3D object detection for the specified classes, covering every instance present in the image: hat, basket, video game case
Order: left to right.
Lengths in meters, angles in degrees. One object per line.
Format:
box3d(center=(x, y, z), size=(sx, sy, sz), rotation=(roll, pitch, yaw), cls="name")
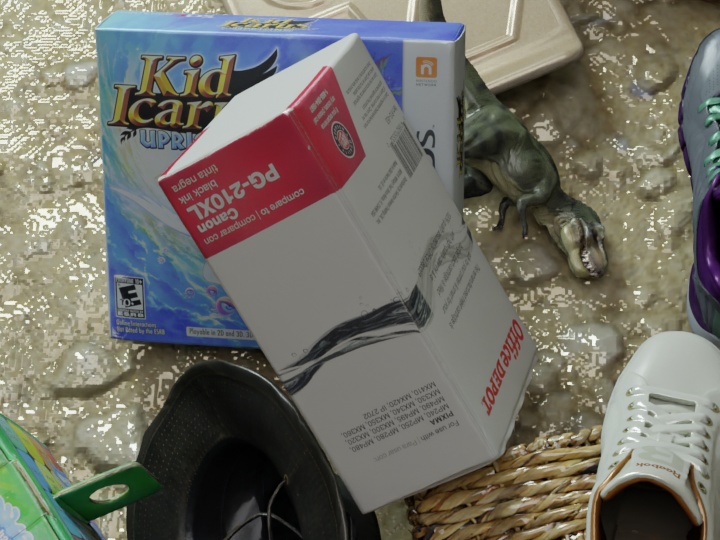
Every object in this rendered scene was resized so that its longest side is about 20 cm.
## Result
box3d(center=(-0.043, -0.047, 1.174), size=(0.199, 0.045, 0.182), rotation=(3, 109, 10), cls="video game case")
box3d(center=(-0.040, 0.141, 1.129), size=(0.081, 0.201, 0.201), rotation=(-3, 61, -37), cls="hat")
box3d(center=(0.133, 0.165, 1.077), size=(0.199, 0.143, 0.150), rotation=(-12, 67, 2), cls="basket")

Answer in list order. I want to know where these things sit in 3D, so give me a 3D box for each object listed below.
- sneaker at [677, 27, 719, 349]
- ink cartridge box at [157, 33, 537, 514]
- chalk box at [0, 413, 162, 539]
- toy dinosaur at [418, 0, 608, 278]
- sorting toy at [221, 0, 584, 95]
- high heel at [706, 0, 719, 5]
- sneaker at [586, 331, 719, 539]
box3d(center=(0.216, -0.056, 1.186), size=(0.074, 0.088, 0.201), rotation=(-1, 68, 6), cls="sneaker")
box3d(center=(0.000, 0.000, 1.079), size=(0.084, 0.145, 0.200), rotation=(-26, 103, 21), cls="ink cartridge box")
box3d(center=(-0.197, 0.156, 1.120), size=(0.200, 0.124, 0.124), rotation=(-36, 69, -3), cls="chalk box")
box3d(center=(0.060, -0.068, 1.211), size=(0.088, 0.047, 0.200), rotation=(-34, 98, -2), cls="toy dinosaur")
box3d(center=(0.015, -0.166, 1.285), size=(0.184, 0.037, 0.201), rotation=(-22, 63, -3), cls="sorting toy")
box3d(center=(0.154, -0.238, 1.257), size=(0.199, 0.067, 0.096), rotation=(23, 81, -2), cls="high heel")
box3d(center=(0.143, 0.094, 0.976), size=(0.072, 0.085, 0.201), rotation=(8, 50, 8), cls="sneaker")
